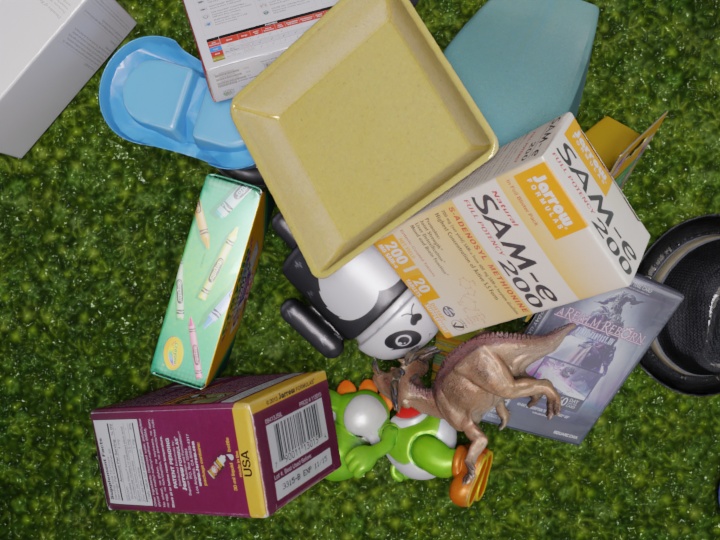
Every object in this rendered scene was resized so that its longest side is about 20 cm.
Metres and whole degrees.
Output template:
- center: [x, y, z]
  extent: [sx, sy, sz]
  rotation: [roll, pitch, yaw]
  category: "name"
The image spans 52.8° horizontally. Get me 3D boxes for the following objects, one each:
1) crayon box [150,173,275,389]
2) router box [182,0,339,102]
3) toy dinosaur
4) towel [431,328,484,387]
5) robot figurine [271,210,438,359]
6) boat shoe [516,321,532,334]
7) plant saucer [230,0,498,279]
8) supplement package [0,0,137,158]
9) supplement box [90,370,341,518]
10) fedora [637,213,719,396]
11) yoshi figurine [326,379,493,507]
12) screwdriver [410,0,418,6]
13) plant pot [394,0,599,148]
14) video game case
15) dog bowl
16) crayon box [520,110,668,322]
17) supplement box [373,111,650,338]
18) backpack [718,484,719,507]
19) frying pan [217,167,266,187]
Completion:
- center: [-0.147, 0.009, 0.743]
  extent: [0.058, 0.119, 0.201]
  rotation: [17, 92, -1]
  category: "crayon box"
- center: [-0.076, -0.277, 0.723]
  extent: [0.199, 0.049, 0.181]
  rotation: [-17, 67, -7]
  category: "router box"
- center: [0.100, 0.098, 0.673]
  extent: [0.136, 0.086, 0.200]
  rotation: [47, 112, 0]
  category: "toy dinosaur"
- center: [0.110, 0.048, 0.765]
  extent: [0.018, 0.086, 0.202]
  rotation: [5, 92, -25]
  category: "towel"
- center: [0.001, -0.001, 0.739]
  extent: [0.200, 0.125, 0.150]
  rotation: [45, 131, -1]
  category: "robot figurine"
- center: [0.197, 0.087, 0.782]
  extent: [0.199, 0.063, 0.074]
  rotation: [-31, 121, 2]
  category: "boat shoe"
- center: [0.001, -0.126, 0.648]
  extent: [0.199, 0.048, 0.201]
  rotation: [-35, 74, 22]
  category: "plant saucer"
- center: [-0.351, -0.233, 0.734]
  extent: [0.120, 0.121, 0.200]
  rotation: [41, 91, -1]
  category: "supplement package"
- center: [-0.139, 0.165, 0.704]
  extent: [0.199, 0.131, 0.104]
  rotation: [-8, 93, 30]
  category: "supplement box"
- center: [0.380, 0.039, 0.758]
  extent: [0.199, 0.092, 0.202]
  rotation: [0, 91, 0]
  category: "fedora"
- center: [0.028, 0.194, 0.753]
  extent: [0.199, 0.112, 0.113]
  rotation: [19, 126, 21]
  category: "yoshi figurine"
- center: [0.034, -0.248, 0.779]
  extent: [0.029, 0.028, 0.201]
  rotation: [19, 88, -30]
  category: "screwdriver"
- center: [0.149, -0.169, 0.718]
  extent: [0.141, 0.141, 0.201]
  rotation: [28, 83, 17]
  category: "plant pot"
- center: [0.222, 0.086, 0.740]
  extent: [0.142, 0.019, 0.201]
  rotation: [18, 112, -26]
  category: "video game case"
- center: [-0.166, -0.166, 0.747]
  extent: [0.199, 0.050, 0.112]
  rotation: [17, 87, 8]
  category: "dog bowl"
- center: [0.202, -0.060, 0.689]
  extent: [0.051, 0.126, 0.201]
  rotation: [36, 134, 19]
  category: "crayon box"
- center: [0.121, -0.028, 0.619]
  extent: [0.126, 0.199, 0.074]
  rotation: [51, 49, -13]
  category: "supplement box"
- center: [0.492, 0.245, 0.747]
  extent: [0.199, 0.135, 0.183]
  rotation: [34, 91, 2]
  category: "backpack"
- center: [-0.130, -0.183, 0.785]
  extent: [0.114, 0.031, 0.191]
  rotation: [-26, 94, -1]
  category: "frying pan"
